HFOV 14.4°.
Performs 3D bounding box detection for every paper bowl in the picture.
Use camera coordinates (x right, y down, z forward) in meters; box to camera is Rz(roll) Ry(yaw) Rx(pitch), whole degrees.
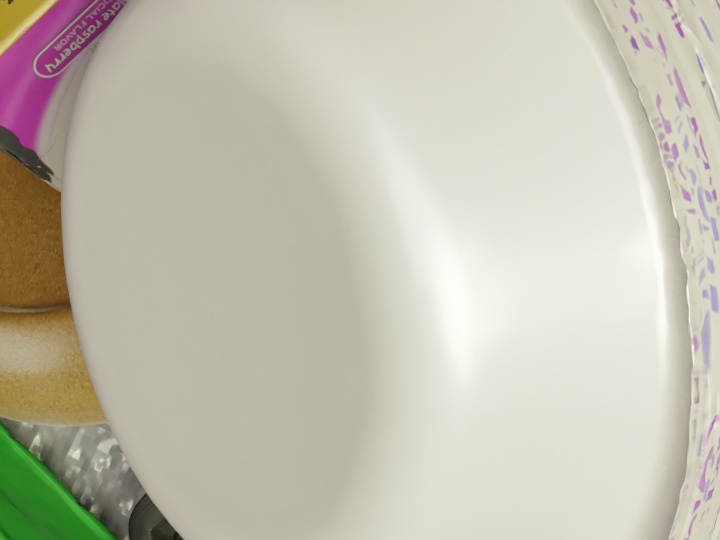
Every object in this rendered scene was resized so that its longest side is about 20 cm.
[{"bbox_3d":[0.010,-0.004,0.624,0.200,0.104,0.202,21,117,47],"label":"paper bowl"}]

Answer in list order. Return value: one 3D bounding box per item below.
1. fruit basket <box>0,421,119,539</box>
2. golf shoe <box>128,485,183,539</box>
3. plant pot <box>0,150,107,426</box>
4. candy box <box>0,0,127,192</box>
[{"bbox_3d":[-0.165,0.120,0.829,0.185,0.094,0.200,42,112,17],"label":"fruit basket"},{"bbox_3d":[0.000,0.000,0.788,0.200,0.078,0.095,-46,56,9],"label":"golf shoe"},{"bbox_3d":[-0.069,-0.056,0.791,0.199,0.027,0.201,-15,61,28],"label":"plant pot"},{"bbox_3d":[-0.086,-0.137,0.783,0.136,0.061,0.200,-42,52,9],"label":"candy box"}]
